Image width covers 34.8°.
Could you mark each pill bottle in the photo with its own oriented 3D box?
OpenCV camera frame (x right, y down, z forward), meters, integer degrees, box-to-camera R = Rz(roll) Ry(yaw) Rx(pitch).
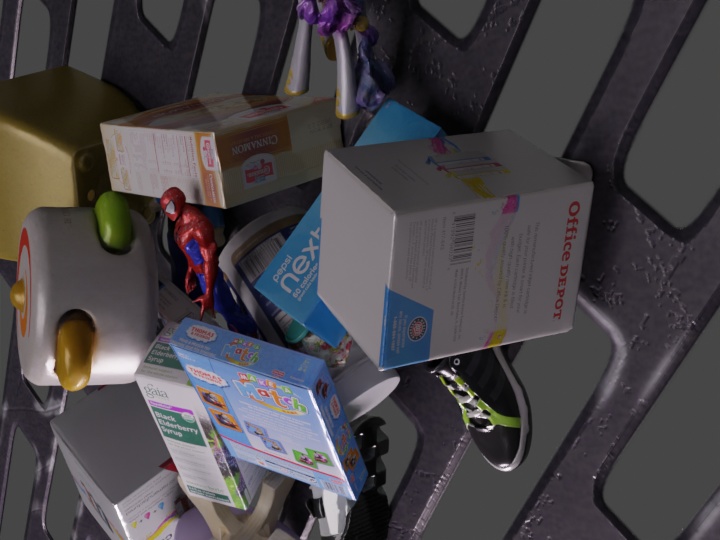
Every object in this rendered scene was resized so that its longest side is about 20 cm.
[{"bbox_3d":[-0.047,0.046,1.130,0.201,0.110,0.111,56,139,18],"label":"pill bottle"}]

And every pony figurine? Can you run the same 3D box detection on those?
[{"bbox_3d":[-0.021,-0.238,0.968,0.193,0.164,0.203,34,137,54],"label":"pony figurine"}]

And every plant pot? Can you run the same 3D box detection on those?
[{"bbox_3d":[-0.351,-0.118,1.370,0.198,0.194,0.197,17,118,34],"label":"plant pot"}]

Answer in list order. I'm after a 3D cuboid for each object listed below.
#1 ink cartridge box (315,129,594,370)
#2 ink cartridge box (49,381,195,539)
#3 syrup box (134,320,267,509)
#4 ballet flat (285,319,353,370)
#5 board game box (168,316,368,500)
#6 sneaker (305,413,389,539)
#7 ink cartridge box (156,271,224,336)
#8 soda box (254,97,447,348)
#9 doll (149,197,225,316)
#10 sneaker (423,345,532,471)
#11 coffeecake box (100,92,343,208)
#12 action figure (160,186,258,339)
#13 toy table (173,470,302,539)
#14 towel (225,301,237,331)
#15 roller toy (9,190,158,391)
[{"bbox_3d":[0.081,-0.024,0.900,0.125,0.197,0.131,44,136,52],"label":"ink cartridge box"},{"bbox_3d":[-0.258,0.239,1.387,0.144,0.145,0.201,42,154,28],"label":"ink cartridge box"},{"bbox_3d":[-0.160,0.153,1.208,0.078,0.082,0.202,8,137,23],"label":"syrup box"},{"bbox_3d":[0.000,0.000,1.053,0.202,0.064,0.075,-60,24,-6],"label":"ballet flat"},{"bbox_3d":[-0.082,0.133,1.081,0.149,0.037,0.201,15,147,24],"label":"board game box"},{"bbox_3d":[-0.020,0.234,1.210,0.088,0.073,0.204,19,109,44],"label":"sneaker"},{"bbox_3d":[-0.200,0.106,1.339,0.197,0.043,0.202,36,149,37],"label":"ink cartridge box"},{"bbox_3d":[0.002,-0.041,0.984,0.068,0.064,0.201,34,88,35],"label":"soda box"},{"bbox_3d":[-0.195,-0.050,1.314,0.136,0.048,0.203,32,128,37],"label":"doll"},{"bbox_3d":[0.086,0.087,1.011,0.071,0.082,0.203,-14,94,51],"label":"sneaker"},{"bbox_3d":[-0.136,-0.123,1.131,0.198,0.152,0.074,11,115,46],"label":"coffeecake box"},{"bbox_3d":[-0.141,0.011,1.076,0.065,0.051,0.202,43,154,59],"label":"action figure"},{"bbox_3d":[-0.126,0.306,1.295,0.197,0.185,0.118,20,138,14],"label":"toy table"},{"bbox_3d":[-0.105,0.122,1.246,0.144,0.023,0.201,55,160,24],"label":"towel"},{"bbox_3d":[-0.295,0.029,1.203,0.182,0.137,0.204,153,115,-65],"label":"roller toy"}]
